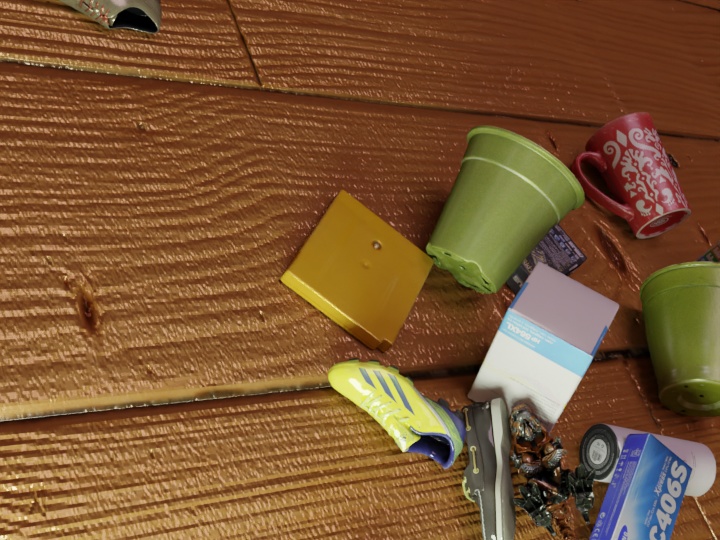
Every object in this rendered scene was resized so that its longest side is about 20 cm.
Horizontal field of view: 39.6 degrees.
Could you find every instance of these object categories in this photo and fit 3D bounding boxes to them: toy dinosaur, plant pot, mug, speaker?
[{"bbox_3d":[0.250,0.274,1.296,0.200,0.102,0.136,48,2,-4],"label":"toy dinosaur"},{"bbox_3d":[0.543,0.121,1.598,0.199,0.200,0.194,25,57,-19],"label":"plant pot"},{"bbox_3d":[0.195,-0.074,1.466,0.199,0.200,0.191,35,79,-9],"label":"plant pot"},{"bbox_3d":[0.497,-0.162,1.850,0.201,0.177,0.133,69,12,21],"label":"mug"},{"bbox_3d":[0.416,0.274,1.440,0.199,0.081,0.082,14,49,-28],"label":"speaker"}]

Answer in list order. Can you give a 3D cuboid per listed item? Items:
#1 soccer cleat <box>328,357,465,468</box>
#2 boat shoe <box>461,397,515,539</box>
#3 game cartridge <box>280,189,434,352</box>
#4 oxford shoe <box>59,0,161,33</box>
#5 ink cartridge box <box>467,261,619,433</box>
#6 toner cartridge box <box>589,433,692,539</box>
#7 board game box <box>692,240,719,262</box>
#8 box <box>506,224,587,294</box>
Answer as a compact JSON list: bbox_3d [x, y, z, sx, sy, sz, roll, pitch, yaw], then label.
[{"bbox_3d":[0.046,0.179,1.253,0.199,0.065,0.084,30,48,-13],"label":"soccer cleat"},{"bbox_3d":[0.160,0.261,1.277,0.072,0.060,0.202,58,27,-49],"label":"boat shoe"},{"bbox_3d":[0.000,0.000,1.390,0.176,0.032,0.200,38,45,-6],"label":"game cartridge"},{"bbox_3d":[-0.366,-0.381,1.393,0.199,0.070,0.075,4,60,-34],"label":"oxford shoe"},{"bbox_3d":[0.242,0.119,1.363,0.125,0.201,0.129,29,41,12],"label":"ink cartridge box"},{"bbox_3d":[0.368,0.327,1.329,0.095,0.043,0.201,37,64,-19],"label":"toner cartridge box"},{"bbox_3d":[0.663,-0.031,1.784,0.134,0.200,0.034,-9,61,-41],"label":"board game box"},{"bbox_3d":[0.256,-0.060,1.614,0.200,0.049,0.161,52,41,10],"label":"box"}]
